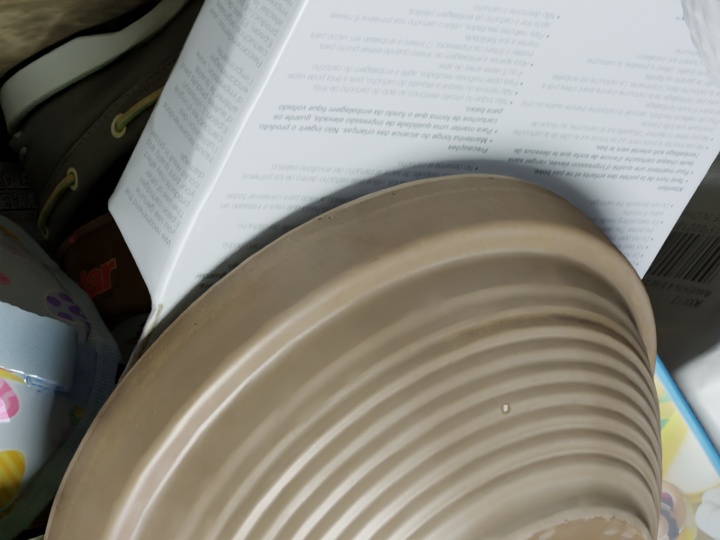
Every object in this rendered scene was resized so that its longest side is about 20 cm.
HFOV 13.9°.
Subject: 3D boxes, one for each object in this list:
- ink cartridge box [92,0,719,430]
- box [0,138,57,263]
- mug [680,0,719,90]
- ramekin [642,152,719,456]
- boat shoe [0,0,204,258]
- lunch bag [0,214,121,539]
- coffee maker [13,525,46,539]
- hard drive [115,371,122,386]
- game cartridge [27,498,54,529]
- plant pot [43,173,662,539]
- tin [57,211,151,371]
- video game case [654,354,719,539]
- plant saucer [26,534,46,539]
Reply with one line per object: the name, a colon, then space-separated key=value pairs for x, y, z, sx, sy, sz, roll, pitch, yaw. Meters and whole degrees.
ink cartridge box: x=0.029 y=-0.043 z=0.839 sx=0.199 sy=0.041 sz=0.200 roll=2 pitch=124 yaw=-44
box: x=-0.184 y=0.003 z=1.071 sx=0.200 sy=0.040 sz=0.137 roll=-18 pitch=166 yaw=28
mug: x=0.171 y=-0.107 z=0.738 sx=0.200 sy=0.148 sz=0.175 roll=-41 pitch=177 yaw=-16
ramekin: x=0.150 y=0.022 z=1.114 sx=0.200 sy=0.201 sz=0.098 roll=-22 pitch=120 yaw=37
boat shoe: x=-0.036 y=-0.057 z=0.900 sx=0.072 sy=0.060 sz=0.202 roll=1 pitch=162 yaw=-42
lunch bag: x=-0.186 y=0.020 z=0.897 sx=0.169 sy=0.127 sz=0.200 roll=21 pitch=157 yaw=-29
coffee maker: x=-0.055 y=0.140 z=1.135 sx=0.200 sy=0.135 sz=0.192 roll=-16 pitch=-177 yaw=-33
hard drive: x=-0.132 y=0.041 z=1.156 sx=0.200 sy=0.038 sz=0.140 roll=-20 pitch=-178 yaw=-44
game cartridge: x=-0.062 y=0.061 z=1.088 sx=0.200 sy=0.032 sz=0.176 roll=-12 pitch=-177 yaw=25
plant pot: x=0.017 y=0.080 z=0.839 sx=0.201 sy=0.093 sz=0.201 roll=-25 pitch=141 yaw=-22
tin: x=0.000 y=0.000 z=0.956 sx=0.200 sy=0.042 sz=0.112 roll=-3 pitch=160 yaw=-30
video game case: x=0.043 y=0.122 z=1.022 sx=0.200 sy=0.143 sz=0.018 roll=-34 pitch=-162 yaw=-2
plant saucer: x=-0.102 y=0.103 z=0.929 sx=0.200 sy=0.031 sz=0.200 roll=-17 pitch=175 yaw=-2
